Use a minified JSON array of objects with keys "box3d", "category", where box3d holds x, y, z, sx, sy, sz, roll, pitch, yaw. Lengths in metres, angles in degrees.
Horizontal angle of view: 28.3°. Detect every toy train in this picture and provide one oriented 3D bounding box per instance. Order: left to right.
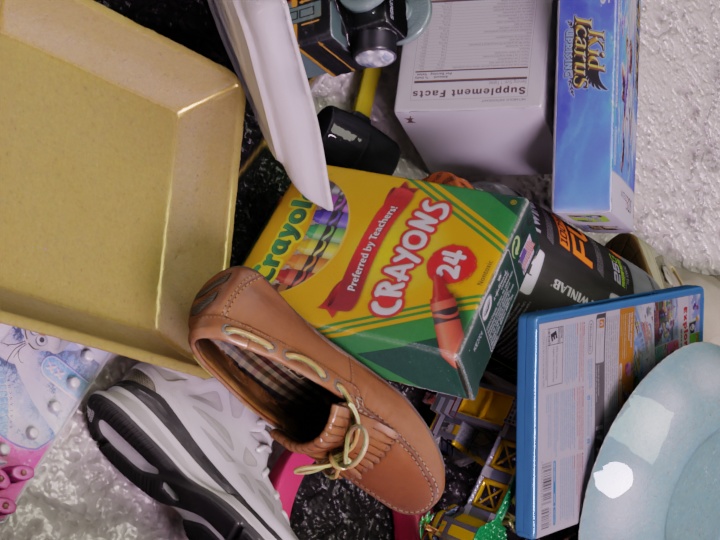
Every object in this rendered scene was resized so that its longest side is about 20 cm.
[{"box3d":[-0.015,-0.232,1.012,0.085,0.113,0.202,28,56,-58],"category":"toy train"}]

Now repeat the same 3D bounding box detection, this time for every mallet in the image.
[{"box3d":[0.018,-0.151,1.066,0.066,0.041,0.201,35,56,-22],"category":"mallet"}]

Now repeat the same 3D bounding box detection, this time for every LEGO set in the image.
[{"box3d":[0.104,0.163,1.012,0.199,0.115,0.155,27,80,-42],"category":"LEGO set"}]

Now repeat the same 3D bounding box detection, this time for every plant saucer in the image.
[{"box3d":[-0.160,-0.050,0.844,0.199,0.048,0.202,22,67,-48],"category":"plant saucer"},{"box3d":[0.226,0.151,0.991,0.200,0.038,0.203,-20,119,-40],"category":"plant saucer"}]

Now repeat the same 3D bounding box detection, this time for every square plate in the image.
[{"box3d":[-0.072,-0.161,0.885,0.028,0.201,0.199,-21,57,-6],"category":"square plate"}]

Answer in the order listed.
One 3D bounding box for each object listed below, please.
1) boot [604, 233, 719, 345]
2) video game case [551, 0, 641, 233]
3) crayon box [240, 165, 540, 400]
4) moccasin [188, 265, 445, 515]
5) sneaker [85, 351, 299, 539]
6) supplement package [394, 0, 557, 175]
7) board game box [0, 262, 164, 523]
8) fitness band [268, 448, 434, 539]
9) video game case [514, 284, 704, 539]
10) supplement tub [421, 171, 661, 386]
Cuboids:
[{"box3d":[0.273,0.074,1.146,0.154,0.072,0.202,18,49,-34],"category":"boot"},{"box3d":[0.175,-0.134,1.038,0.181,0.045,0.203,9,83,-75],"category":"video game case"},{"box3d":[0.000,0.000,0.915,0.128,0.198,0.051,-63,149,-30],"category":"crayon box"},{"box3d":[-0.024,0.085,0.854,0.202,0.073,0.078,49,34,-26],"category":"moccasin"},{"box3d":[-0.063,0.120,0.880,0.200,0.076,0.115,45,53,9],"category":"sneaker"},{"box3d":[0.101,-0.183,1.060,0.110,0.112,0.202,49,45,-62],"category":"supplement package"},{"box3d":[-0.235,0.012,0.843,0.200,0.026,0.201,42,57,-20],"category":"board game box"},{"box3d":[-0.015,0.203,0.946,0.143,0.037,0.202,20,67,-33],"category":"fitness band"},{"box3d":[0.173,0.091,0.971,0.199,0.018,0.145,-7,99,-45],"category":"video game case"},{"box3d":[0.115,0.016,1.034,0.199,0.122,0.124,29,63,-27],"category":"supplement tub"}]
